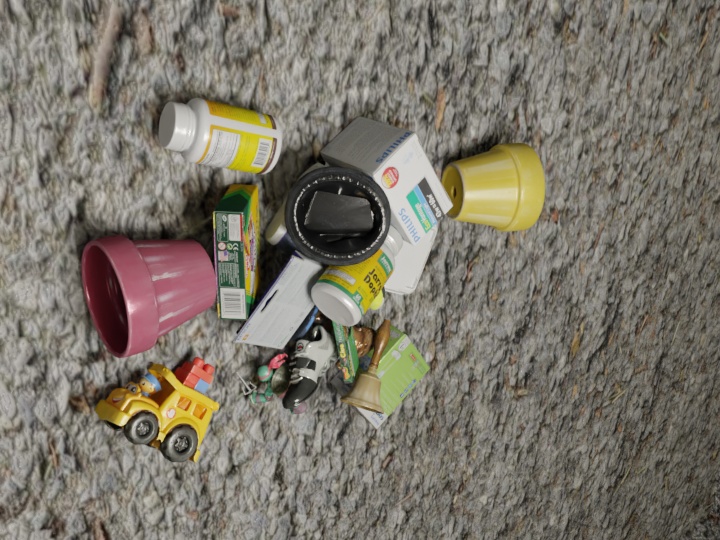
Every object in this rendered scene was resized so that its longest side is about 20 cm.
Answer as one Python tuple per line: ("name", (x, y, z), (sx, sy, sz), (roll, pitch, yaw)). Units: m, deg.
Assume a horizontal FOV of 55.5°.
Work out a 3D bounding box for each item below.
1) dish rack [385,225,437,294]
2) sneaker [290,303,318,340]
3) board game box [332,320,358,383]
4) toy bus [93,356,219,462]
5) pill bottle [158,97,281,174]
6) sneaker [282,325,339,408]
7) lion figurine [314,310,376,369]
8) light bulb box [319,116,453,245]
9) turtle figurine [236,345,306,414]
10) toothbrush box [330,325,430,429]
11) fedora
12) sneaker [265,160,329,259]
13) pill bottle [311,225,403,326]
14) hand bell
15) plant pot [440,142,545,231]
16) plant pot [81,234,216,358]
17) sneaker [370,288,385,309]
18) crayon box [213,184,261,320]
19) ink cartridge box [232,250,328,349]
("dish rack", (0.098, -0.042, 1.580), (0.170, 0.043, 0.203), (15, 100, -40))
("sneaker", (-0.098, 0.057, 1.451), (0.078, 0.065, 0.203), (31, 79, -62))
("board game box", (-0.035, 0.124, 1.447), (0.023, 0.105, 0.203), (-8, 102, 8))
("toy bus", (-0.370, 0.245, 1.305), (0.200, 0.135, 0.194), (39, 71, -37))
("pill bottle", (-0.245, -0.236, 1.201), (0.198, 0.109, 0.111), (5, 106, -38))
("sneaker", (-0.117, 0.193, 1.401), (0.089, 0.073, 0.201), (58, 39, -21))
("lion figurine", (-0.042, 0.136, 1.529), (0.122, 0.072, 0.201), (-44, 130, -9))
("light bulb box", (0.052, -0.184, 1.385), (0.125, 0.199, 0.199), (-44, 129, -12))
("turtle figurine", (-0.177, 0.231, 1.459), (0.151, 0.100, 0.200), (-54, 136, -5))
("toothbrush box", (0.050, 0.249, 1.637), (0.200, 0.086, 0.146), (-48, 128, -12))
("fedora", (-0.044, -0.106, 1.289), (0.197, 0.092, 0.204), (-1, 103, -4))
("sneaker", (-0.085, -0.102, 1.383), (0.146, 0.081, 0.201), (35, 93, -29))
("pill bottle", (0.000, 0.000, 1.346), (0.201, 0.112, 0.113), (-54, 132, -27))
("hand bell", (0.030, 0.206, 1.526), (0.104, 0.103, 0.203), (29, 72, -40))
("plant pot", (0.293, -0.188, 1.582), (0.186, 0.201, 0.204), (-5, 113, -17))
("plant pot", (-0.356, 0.028, 1.178), (0.178, 0.199, 0.203), (-18, 119, -38))
("sneaker", (-0.002, 0.025, 1.491), (0.077, 0.074, 0.201), (-62, 145, -32))
("crayon box", (-0.223, -0.038, 1.261), (0.057, 0.173, 0.203), (2, 112, 1))
("ink cartridge box", (-0.152, 0.057, 1.320), (0.201, 0.040, 0.200), (-53, 158, 5))
